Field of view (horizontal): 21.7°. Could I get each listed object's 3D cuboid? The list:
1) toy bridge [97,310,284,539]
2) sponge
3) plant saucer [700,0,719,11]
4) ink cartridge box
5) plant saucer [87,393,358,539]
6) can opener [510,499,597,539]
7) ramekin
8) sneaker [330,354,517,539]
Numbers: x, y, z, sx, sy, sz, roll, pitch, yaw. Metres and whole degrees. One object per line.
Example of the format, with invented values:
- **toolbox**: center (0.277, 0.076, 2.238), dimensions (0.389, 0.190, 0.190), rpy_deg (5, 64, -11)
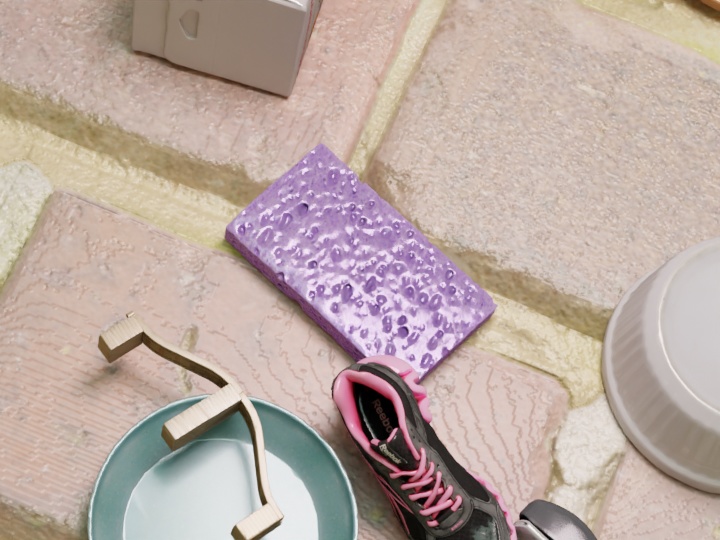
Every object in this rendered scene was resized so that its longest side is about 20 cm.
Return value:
- **toy bridge**: center (-0.116, 0.108, 1.394), dimensions (0.067, 0.027, 0.200), rpy_deg (-30, 72, -22)
- **sponge**: center (0.000, 0.000, 1.498), dimensions (0.200, 0.030, 0.112), rpy_deg (43, 68, 11)
- **plant saucer**: center (0.350, -0.304, 1.683), dimensions (0.199, 0.038, 0.202), rpy_deg (3, 64, -7)
- **ink cartridge box**: center (-0.091, -0.276, 1.549), dimensions (0.144, 0.147, 0.201), rpy_deg (17, 64, 0)
- **plant saucer**: center (-0.102, 0.191, 1.392), dimensions (0.198, 0.036, 0.201), rpy_deg (3, 64, -7)
- **can opener**: center (0.188, 0.250, 1.394), dimensions (0.066, 0.053, 0.200), rpy_deg (-39, 76, -23)
- **ramekin**: center (0.295, 0.065, 1.471), dimensions (0.201, 0.094, 0.204), rpy_deg (3, 64, -6)
- **sneaker**: center (0.040, 0.148, 1.387), dimensions (0.079, 0.095, 0.200), rpy_deg (-38, 73, 7)
